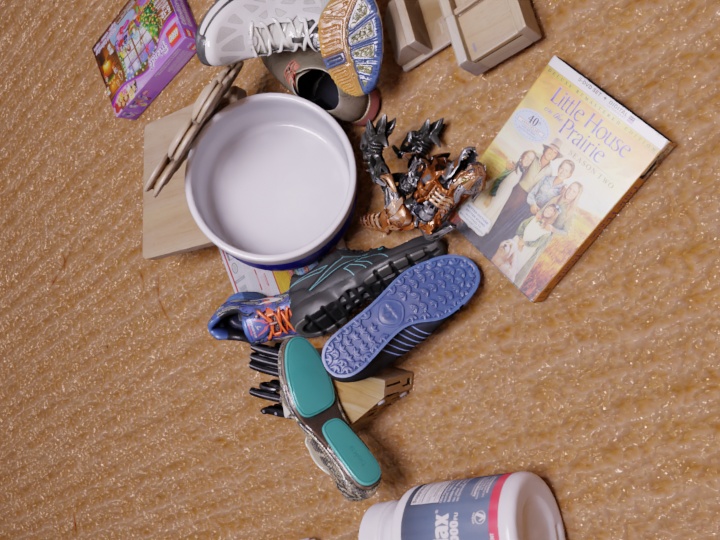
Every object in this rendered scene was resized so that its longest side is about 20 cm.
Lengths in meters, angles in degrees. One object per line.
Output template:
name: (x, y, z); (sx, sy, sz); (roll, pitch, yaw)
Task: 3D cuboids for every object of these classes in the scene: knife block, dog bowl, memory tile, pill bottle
knife block: (-0.053, 0.128, 0.856); (0.200, 0.064, 0.176); (-44, 68, 30)
dog bowl: (-0.102, -0.102, 0.812); (0.198, 0.079, 0.202); (0, 80, 2)
memory tile: (-0.194, -0.174, 0.805); (0.017, 0.200, 0.154); (31, 111, -15)
pill bottle: (0.101, 0.284, 0.717); (0.199, 0.119, 0.121); (-21, 80, 36)

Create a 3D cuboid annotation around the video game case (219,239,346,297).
video game case: (-0.112, -0.032, 0.921); (0.199, 0.017, 0.144); (-32, 73, 33)

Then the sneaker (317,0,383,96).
sneaker: (-0.008, -0.296, 0.755); (0.075, 0.088, 0.202); (-8, 100, 21)

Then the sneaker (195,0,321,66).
sneaker: (-0.090, -0.285, 0.795); (0.115, 0.200, 0.076); (30, 143, 26)

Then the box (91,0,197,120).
box: (-0.335, -0.350, 1.058); (0.199, 0.039, 0.138); (-34, 73, 33)

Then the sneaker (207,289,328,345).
sneaker: (-0.113, 0.066, 0.877); (0.199, 0.078, 0.076); (-10, 105, 31)

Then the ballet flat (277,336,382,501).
ballet flat: (-0.049, 0.176, 0.782); (0.201, 0.068, 0.075); (57, 137, 17)

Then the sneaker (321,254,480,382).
sneaker: (0.044, 0.055, 0.758); (0.199, 0.078, 0.070); (-33, 75, -5)

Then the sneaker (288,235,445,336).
sneaker: (0.000, 0.000, 0.786); (0.199, 0.075, 0.080); (-26, 53, 9)

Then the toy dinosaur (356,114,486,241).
toy dinosaur: (0.051, -0.091, 0.740); (0.199, 0.102, 0.137); (-20, 78, 33)

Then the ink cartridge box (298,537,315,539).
ink cartridge box: (-0.102, 0.462, 0.854); (0.084, 0.144, 0.202); (-31, 73, 47)

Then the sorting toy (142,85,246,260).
sorting toy: (-0.214, -0.124, 0.947); (0.199, 0.069, 0.201); (-10, 77, 36)

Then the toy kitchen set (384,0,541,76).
toy kitchen set: (0.049, -0.304, 0.687); (0.162, 0.180, 0.202); (-24, 74, 36)

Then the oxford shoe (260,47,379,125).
oxford shoe: (-0.066, -0.246, 0.840); (0.199, 0.074, 0.071); (35, 113, 31)

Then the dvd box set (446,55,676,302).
dvd box set: (0.189, -0.089, 0.687); (0.146, 0.029, 0.201); (48, 119, 25)
